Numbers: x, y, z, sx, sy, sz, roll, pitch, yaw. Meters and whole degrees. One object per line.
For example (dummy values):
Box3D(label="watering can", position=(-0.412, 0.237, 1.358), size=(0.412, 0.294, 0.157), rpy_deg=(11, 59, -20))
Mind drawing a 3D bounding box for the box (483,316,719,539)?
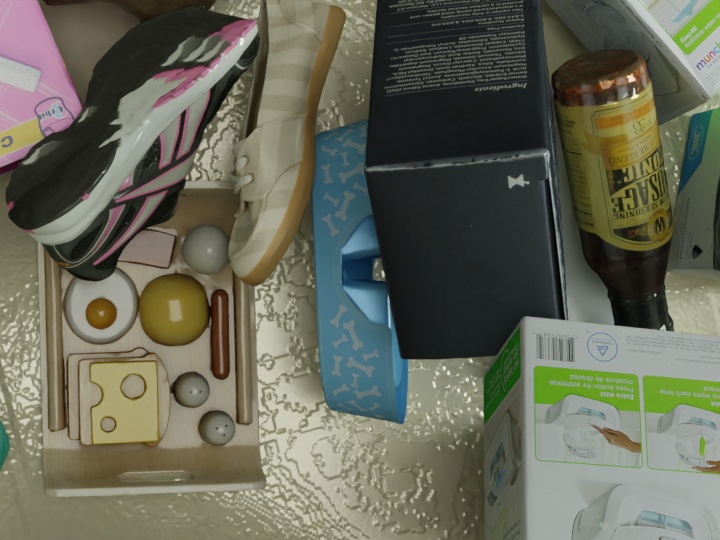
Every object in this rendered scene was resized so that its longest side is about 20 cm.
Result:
Box3D(label="box", position=(0.176, 0.131, 0.940), size=(0.199, 0.097, 0.177), rpy_deg=(5, 65, -9))

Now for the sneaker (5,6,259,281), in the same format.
Box3D(label="sneaker", position=(-0.133, -0.077, 1.028), size=(0.200, 0.080, 0.086), rpy_deg=(-48, 142, -21))

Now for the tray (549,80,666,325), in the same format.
Box3D(label="tray", position=(0.155, -0.031, 1.152), size=(0.107, 0.022, 0.201), rpy_deg=(-4, 90, -11))

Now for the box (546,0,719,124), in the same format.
Box3D(label="box", position=(0.222, -0.232, 1.112), size=(0.200, 0.097, 0.177), rpy_deg=(-44, 93, -13))

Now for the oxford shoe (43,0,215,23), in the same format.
Box3D(label="oxford shoe", position=(-0.114, -0.195, 1.086), size=(0.199, 0.073, 0.085), rpy_deg=(0, 113, -14))

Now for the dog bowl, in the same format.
Box3D(label="dog bowl", position=(0.000, 0.000, 1.079), size=(0.049, 0.111, 0.201), rpy_deg=(-3, 90, 6))

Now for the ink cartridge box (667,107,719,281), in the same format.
Box3D(label="ink cartridge box", position=(0.273, -0.051, 1.085), size=(0.068, 0.200, 0.116), rpy_deg=(10, 87, -11))

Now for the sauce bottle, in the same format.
Box3D(label="sauce bottle", position=(0.172, -0.041, 1.090), size=(0.066, 0.066, 0.200), rpy_deg=(-21, 114, -11))

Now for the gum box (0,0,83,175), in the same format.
Box3D(label="gum box", position=(-0.281, -0.099, 1.041), size=(0.200, 0.066, 0.114), rpy_deg=(-24, 93, -11))

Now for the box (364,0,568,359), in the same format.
Box3D(label="box", position=(0.067, -0.067, 1.014), size=(0.104, 0.200, 0.148), rpy_deg=(-5, 128, 8))

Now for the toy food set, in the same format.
Box3D(label="toy food set", position=(-0.134, 0.043, 1.072), size=(0.143, 0.060, 0.201), rpy_deg=(-1, 89, -12))

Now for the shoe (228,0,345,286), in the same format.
Box3D(label="shoe", position=(-0.058, -0.085, 1.053), size=(0.053, 0.070, 0.200), rpy_deg=(21, 65, -18))

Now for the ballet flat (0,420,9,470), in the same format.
Box3D(label="ballet flat", position=(-0.300, 0.062, 1.031), size=(0.200, 0.070, 0.067), rpy_deg=(42, 95, -7))
